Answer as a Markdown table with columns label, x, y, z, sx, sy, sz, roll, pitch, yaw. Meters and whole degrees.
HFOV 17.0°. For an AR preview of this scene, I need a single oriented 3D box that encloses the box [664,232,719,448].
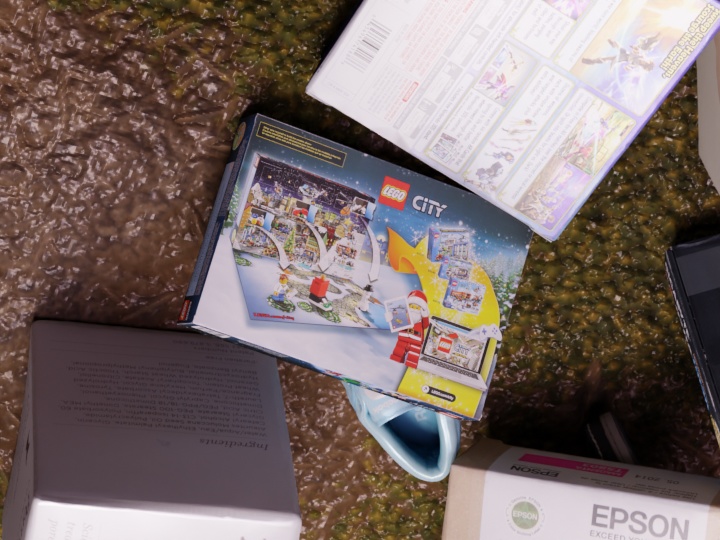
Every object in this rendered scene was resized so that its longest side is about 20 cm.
| label | x | y | z | sx | sy | sz | roll | pitch | yaw |
| --- | --- | --- | --- | --- | --- | --- | --- | --- | --- |
| box | 0.311 | 0.037 | 1.547 | 0.200 | 0.159 | 0.046 | -14 | 159 | 1 |

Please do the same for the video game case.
| label | x | y | z | sx | sy | sz | roll | pitch | yaw |
| --- | --- | --- | --- | --- | --- | --- | --- | --- | --- |
| video game case | 0.094 | -0.139 | 1.430 | 0.181 | 0.045 | 0.200 | 32 | 125 | -6 |

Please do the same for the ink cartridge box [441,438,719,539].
| label | x | y | z | sx | sy | sz | roll | pitch | yaw |
| --- | --- | --- | --- | --- | --- | --- | --- | --- | --- |
| ink cartridge box | 0.153 | 0.210 | 1.580 | 0.200 | 0.075 | 0.165 | 7 | 101 | 19 |

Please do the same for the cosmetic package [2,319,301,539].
| label | x | y | z | sx | sy | sz | roll | pitch | yaw |
| --- | --- | --- | --- | --- | --- | --- | --- | --- | --- |
| cosmetic package | -0.138 | 0.157 | 1.531 | 0.165 | 0.200 | 0.165 | 6 | 120 | -11 |

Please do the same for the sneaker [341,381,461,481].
| label | x | y | z | sx | sy | sz | roll | pitch | yaw |
| --- | --- | --- | --- | --- | --- | --- | --- | --- | --- |
| sneaker | 0.015 | 0.054 | 1.557 | 0.074 | 0.082 | 0.200 | -31 | 119 | 10 |

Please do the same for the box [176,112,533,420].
| label | x | y | z | sx | sy | sz | roll | pitch | yaw |
| --- | --- | --- | --- | --- | --- | --- | --- | --- | --- |
| box | 0.000 | 0.000 | 1.507 | 0.200 | 0.038 | 0.137 | 20 | 80 | -18 |

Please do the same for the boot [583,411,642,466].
| label | x | y | z | sx | sy | sz | roll | pitch | yaw |
| --- | --- | --- | --- | --- | --- | --- | --- | --- | --- |
| boot | 0.134 | 0.197 | 1.668 | 0.150 | 0.073 | 0.200 | -15 | 129 | -1 |

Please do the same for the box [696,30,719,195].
| label | x | y | z | sx | sy | sz | roll | pitch | yaw |
| --- | --- | --- | --- | --- | --- | --- | --- | --- | --- |
| box | 0.256 | -0.146 | 1.470 | 0.095 | 0.078 | 0.200 | -9 | 122 | -2 |
